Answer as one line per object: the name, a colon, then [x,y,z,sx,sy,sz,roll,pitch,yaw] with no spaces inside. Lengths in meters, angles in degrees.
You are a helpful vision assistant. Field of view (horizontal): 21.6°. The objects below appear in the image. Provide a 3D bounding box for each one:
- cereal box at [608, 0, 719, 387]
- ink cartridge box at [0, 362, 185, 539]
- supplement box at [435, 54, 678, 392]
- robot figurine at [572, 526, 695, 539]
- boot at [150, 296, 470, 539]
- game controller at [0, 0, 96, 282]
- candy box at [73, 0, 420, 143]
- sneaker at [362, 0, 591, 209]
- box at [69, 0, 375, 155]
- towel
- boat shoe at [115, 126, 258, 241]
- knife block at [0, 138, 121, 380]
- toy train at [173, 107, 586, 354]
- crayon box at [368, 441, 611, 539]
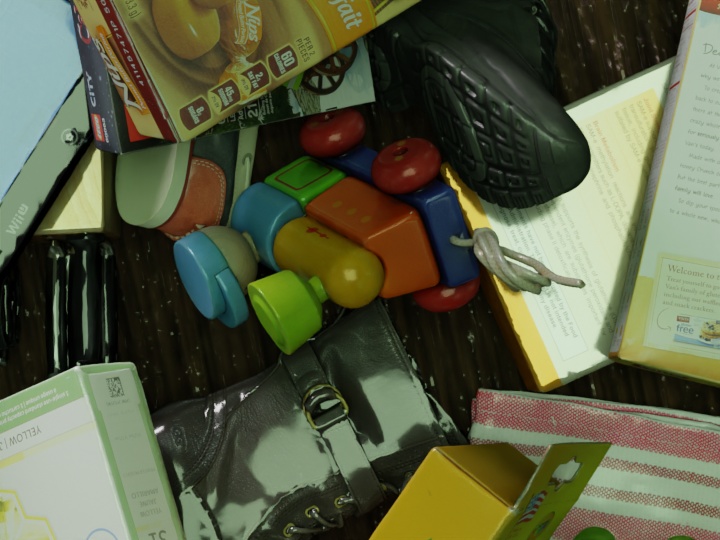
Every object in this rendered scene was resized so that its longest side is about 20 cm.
cereal box: [0.210,-0.038,0.893,0.144,0.040,0.200,14,87,0]
ink cartridge box: [-0.144,0.160,0.913,0.145,0.048,0.200,-24,78,32]
supplement box: [0.152,-0.035,0.950,0.200,0.074,0.126,-24,87,-1]
robot figurine: [0.124,0.226,0.894,0.175,0.116,0.200,5,92,10]
boot: [-0.024,0.123,0.947,0.174,0.069,0.200,-21,87,-2]
game controller: [-0.176,-0.086,0.906,0.104,0.042,0.200,31,88,2]
candy box: [-0.035,-0.157,0.858,0.200,0.055,0.116,-33,113,-20]
sneaker: [0.063,-0.100,0.907,0.091,0.200,0.076,-24,128,-14]
box: [-0.073,-0.166,0.891,0.136,0.038,0.200,-15,104,-25]
towel: [0.117,0.167,0.963,0.146,0.030,0.200,7,88,1]
boat shoe: [-0.074,-0.113,0.962,0.062,0.071,0.200,14,83,-41]
knife block: [-0.147,-0.048,0.957,0.176,0.064,0.200,44,88,1]
toy train: [0.000,0.000,0.881,0.116,0.200,0.085,-31,121,-19]
crayon box: [0.034,0.151,0.898,0.051,0.127,0.200,37,97,19]
